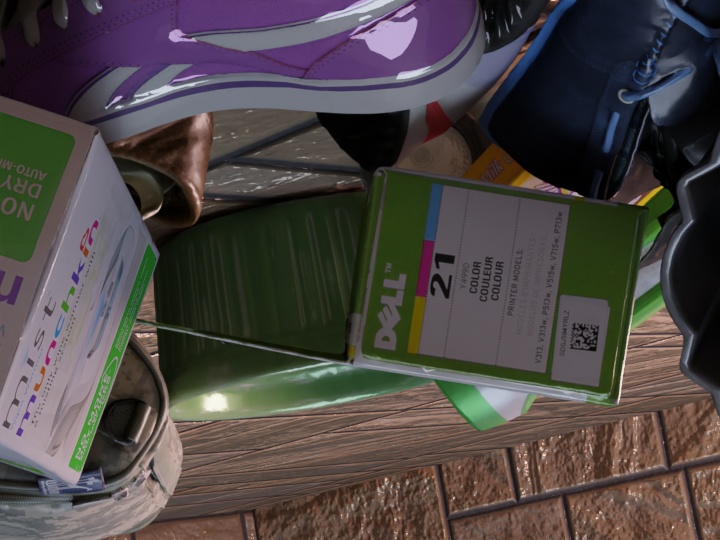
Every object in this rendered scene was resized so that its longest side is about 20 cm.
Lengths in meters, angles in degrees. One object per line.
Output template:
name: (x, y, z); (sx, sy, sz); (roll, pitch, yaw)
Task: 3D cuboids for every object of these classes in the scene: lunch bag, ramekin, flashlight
lunch bag: (-0.176, 0.072, 1.013); (0.167, 0.140, 0.200); (19, 166, 3)
ramekin: (-0.029, 0.022, 1.148); (0.199, 0.098, 0.200); (-10, 170, -2)
flashlight: (0.041, -0.037, 0.988); (0.067, 0.068, 0.200); (5, 171, 5)

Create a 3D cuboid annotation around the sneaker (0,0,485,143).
sneaker: (-0.069, -0.098, 0.591); (0.199, 0.073, 0.114); (-7, 151, 13)

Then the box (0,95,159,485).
box: (-0.178, -0.010, 0.607); (0.199, 0.097, 0.177); (18, 169, 4)

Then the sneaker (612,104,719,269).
sneaker: (0.163, -0.071, 0.760); (0.104, 0.060, 0.200); (-22, 161, -18)

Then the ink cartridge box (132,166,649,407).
ink cartridge box: (0.000, 0.000, 0.765); (0.199, 0.076, 0.148); (9, 178, -1)

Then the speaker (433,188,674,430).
speaker: (0.122, -0.002, 1.020); (0.200, 0.089, 0.088); (-37, 166, 7)

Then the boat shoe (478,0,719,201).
boat shoe: (0.110, -0.088, 0.684); (0.084, 0.069, 0.200); (-47, 176, -22)

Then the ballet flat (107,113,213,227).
ballet flat: (-0.139, -0.040, 0.771); (0.199, 0.073, 0.068); (0, 166, -45)

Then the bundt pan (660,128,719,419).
bundt pan: (0.211, -0.009, 0.688); (0.201, 0.203, 0.076); (-15, -157, 26)

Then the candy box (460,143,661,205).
candy box: (0.122, -0.072, 0.829); (0.102, 0.027, 0.200); (0, 147, -37)

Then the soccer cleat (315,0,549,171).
soccer cleat: (0.038, -0.102, 0.679); (0.073, 0.068, 0.200); (-37, 173, -25)
